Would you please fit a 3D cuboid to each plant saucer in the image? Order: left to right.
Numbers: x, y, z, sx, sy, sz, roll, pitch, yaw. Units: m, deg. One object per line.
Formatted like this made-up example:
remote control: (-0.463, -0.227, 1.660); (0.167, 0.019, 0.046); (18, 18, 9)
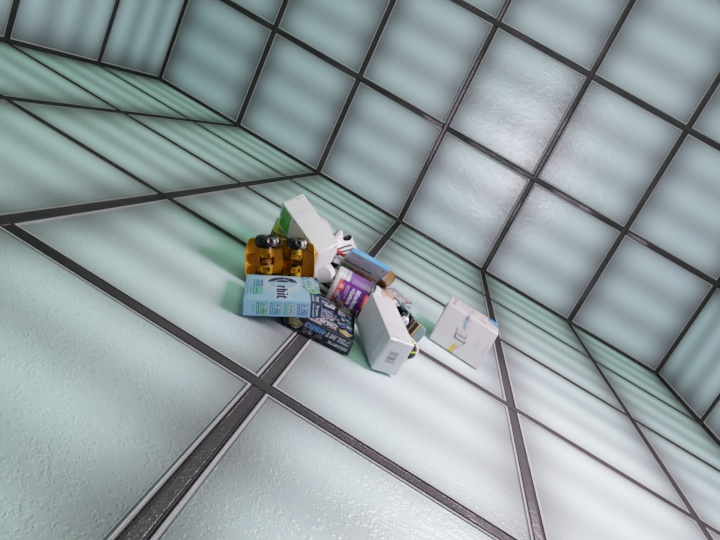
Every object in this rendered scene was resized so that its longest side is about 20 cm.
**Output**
plant saucer: (0.026, 0.026, 1.899); (0.192, 0.037, 0.202); (10, -23, 4)

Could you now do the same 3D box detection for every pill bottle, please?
pill bottle: (-0.002, 0.082, 1.693); (0.195, 0.114, 0.112); (27, 15, -4)

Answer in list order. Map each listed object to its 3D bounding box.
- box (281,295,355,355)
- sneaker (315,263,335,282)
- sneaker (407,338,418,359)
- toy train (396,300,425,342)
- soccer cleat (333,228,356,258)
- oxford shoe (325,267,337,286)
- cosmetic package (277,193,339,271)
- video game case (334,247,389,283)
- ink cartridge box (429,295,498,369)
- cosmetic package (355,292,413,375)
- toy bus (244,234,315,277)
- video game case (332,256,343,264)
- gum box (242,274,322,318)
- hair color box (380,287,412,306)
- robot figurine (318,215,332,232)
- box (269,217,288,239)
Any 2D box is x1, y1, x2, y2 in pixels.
box: (-0.108, 0.129, 1.471); (0.195, 0.051, 0.200); (25, 18, -9)
sneaker: (-0.174, 0.010, 1.659); (0.192, 0.081, 0.100); (8, 26, 16)
sneaker: (0.091, 0.195, 1.615); (0.199, 0.076, 0.076); (42, 4, 19)
toy train: (0.145, 0.165, 1.725); (0.114, 0.085, 0.200); (45, -1, -4)
soccer cleat: (-0.040, -0.078, 1.869); (0.068, 0.087, 0.198); (34, 4, 39)
oxford shoe: (-0.070, 0.036, 1.786); (0.196, 0.077, 0.057); (28, 8, 23)
cosmetic package: (-0.158, -0.113, 1.619); (0.083, 0.109, 0.202); (-26, 69, -30)
video game case: (0.000, 0.000, 1.791); (0.140, 0.018, 0.200); (28, -29, -9)
ink cartridge box: (0.361, 0.211, 1.879); (0.196, 0.148, 0.147); (31, 15, 10)
cosmetic package: (0.061, 0.170, 1.474); (0.083, 0.110, 0.202); (19, 27, -24)
toy bus: (-0.226, -0.036, 1.563); (0.192, 0.142, 0.192); (3, 10, -4)
video game case: (-0.044, -0.018, 2.001); (0.195, 0.024, 0.181); (23, 0, -23)
gum box: (-0.200, 0.064, 1.385); (0.192, 0.046, 0.171); (2, 20, -10)
hair color box: (0.087, 0.111, 1.859); (0.098, 0.062, 0.197); (38, 18, 30)
robot figurine: (-0.166, -0.101, 1.784); (0.149, 0.126, 0.200); (39, -27, -6)
box: (-0.263, -0.115, 1.785); (0.073, 0.052, 0.200); (25, -15, -9)
